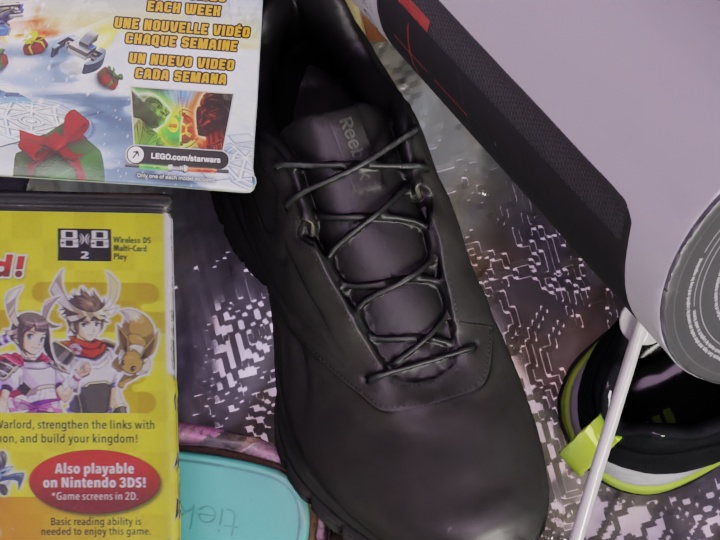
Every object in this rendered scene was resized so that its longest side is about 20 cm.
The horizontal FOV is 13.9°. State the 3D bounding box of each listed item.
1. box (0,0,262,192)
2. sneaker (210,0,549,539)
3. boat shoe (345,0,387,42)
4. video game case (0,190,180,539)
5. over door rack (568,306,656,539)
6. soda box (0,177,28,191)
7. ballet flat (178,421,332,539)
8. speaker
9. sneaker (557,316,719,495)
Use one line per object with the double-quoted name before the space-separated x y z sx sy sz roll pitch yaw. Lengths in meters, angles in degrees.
"box" -0.127 -0.096 0.852 0.200 0.040 0.137 4 92 -10
"sneaker" 0.000 0.000 0.877 0.076 0.091 0.200 -18 57 -14
"boat shoe" 0.016 -0.171 0.946 0.068 0.072 0.200 0 78 3
"video game case" -0.151 0.065 0.840 0.200 0.026 0.181 1 73 -10
"over door rack" 0.117 0.100 0.813 0.148 0.067 0.200 18 83 11
"soda box" -0.121 -0.087 0.913 0.063 0.071 0.200 17 92 -15
"ballet flat" -0.108 0.065 0.907 0.200 0.071 0.069 11 84 -6
"speaker" 0.067 -0.057 0.832 0.081 0.081 0.200 -34 47 -4
"sneaker" 0.144 0.001 0.907 0.200 0.083 0.072 -43 82 -5
